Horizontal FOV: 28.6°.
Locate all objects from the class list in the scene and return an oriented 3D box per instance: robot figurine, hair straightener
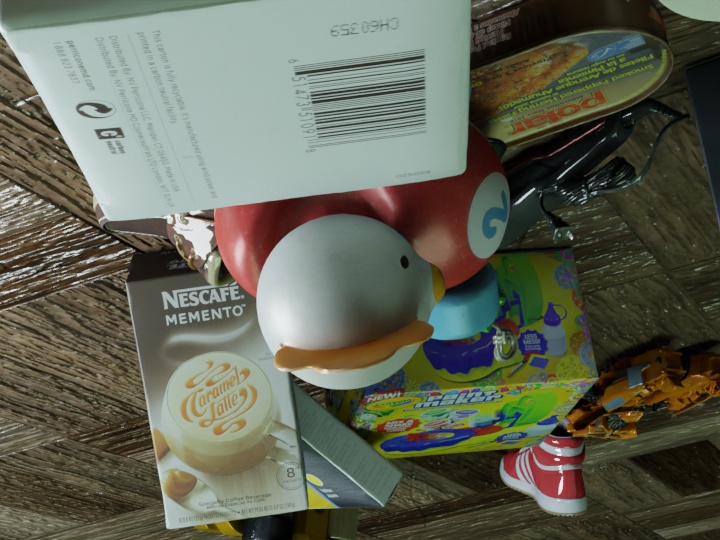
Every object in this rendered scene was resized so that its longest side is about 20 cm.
[{"bbox_3d":[0.300,0.136,1.535,0.144,0.059,0.200,7,153,-30],"label":"robot figurine"},{"bbox_3d":[0.152,-0.057,0.995,0.041,0.077,0.200,15,149,-39],"label":"hair straightener"}]

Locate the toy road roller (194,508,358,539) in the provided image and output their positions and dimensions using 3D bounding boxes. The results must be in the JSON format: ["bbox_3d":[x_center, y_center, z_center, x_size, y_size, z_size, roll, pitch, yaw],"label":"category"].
[{"bbox_3d":[-0.104,0.265,1.647,0.145,0.124,0.200,-6,160,34],"label":"toy road roller"}]

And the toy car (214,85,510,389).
[{"bbox_3d":[0.008,0.000,0.787,0.176,0.200,0.185,-11,123,0],"label":"toy car"}]

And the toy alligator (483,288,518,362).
[{"bbox_3d":[0.080,0.015,1.053,0.054,0.059,0.200,8,154,47],"label":"toy alligator"}]

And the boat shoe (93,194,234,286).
[{"bbox_3d":[-0.097,-0.025,0.951,0.199,0.072,0.072,2,167,23],"label":"boat shoe"}]

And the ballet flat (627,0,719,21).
[{"bbox_3d":[0.212,-0.163,0.777,0.199,0.072,0.072,2,156,-23],"label":"ballet flat"}]

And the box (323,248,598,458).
[{"bbox_3d":[0.077,0.077,1.239,0.199,0.123,0.193,-4,156,-10],"label":"box"}]

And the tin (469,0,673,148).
[{"bbox_3d":[0.095,-0.118,0.882,0.199,0.042,0.112,-17,152,23],"label":"tin"}]

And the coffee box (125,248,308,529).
[{"bbox_3d":[-0.109,0.085,1.087,0.114,0.201,0.080,-9,-164,-2],"label":"coffee box"}]

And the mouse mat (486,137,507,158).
[{"bbox_3d":[0.007,-0.061,0.961,0.160,0.008,0.200,0,168,-3],"label":"mouse mat"}]

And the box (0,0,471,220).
[{"bbox_3d":[-0.052,-0.132,0.676,0.199,0.131,0.199,-7,158,1],"label":"box"}]

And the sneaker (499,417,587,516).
[{"bbox_3d":[0.222,0.218,1.719,0.071,0.113,0.200,-4,-172,-15],"label":"sneaker"}]

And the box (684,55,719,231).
[{"bbox_3d":[0.314,-0.031,0.952,0.123,0.201,0.198,-16,155,22],"label":"box"}]

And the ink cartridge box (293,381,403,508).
[{"bbox_3d":[-0.090,0.138,1.239,0.200,0.047,0.197,40,154,-20],"label":"ink cartridge box"}]
